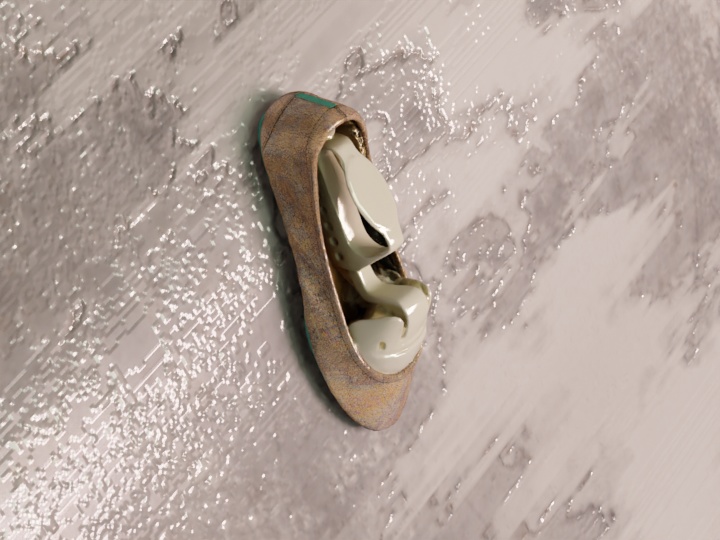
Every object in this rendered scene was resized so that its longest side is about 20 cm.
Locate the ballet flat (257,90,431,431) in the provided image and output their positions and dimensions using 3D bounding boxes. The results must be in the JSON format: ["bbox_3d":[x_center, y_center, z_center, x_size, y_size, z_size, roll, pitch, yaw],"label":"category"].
[{"bbox_3d":[0.000,0.000,1.236,0.068,0.067,0.201,-39,119,-38],"label":"ballet flat"}]
